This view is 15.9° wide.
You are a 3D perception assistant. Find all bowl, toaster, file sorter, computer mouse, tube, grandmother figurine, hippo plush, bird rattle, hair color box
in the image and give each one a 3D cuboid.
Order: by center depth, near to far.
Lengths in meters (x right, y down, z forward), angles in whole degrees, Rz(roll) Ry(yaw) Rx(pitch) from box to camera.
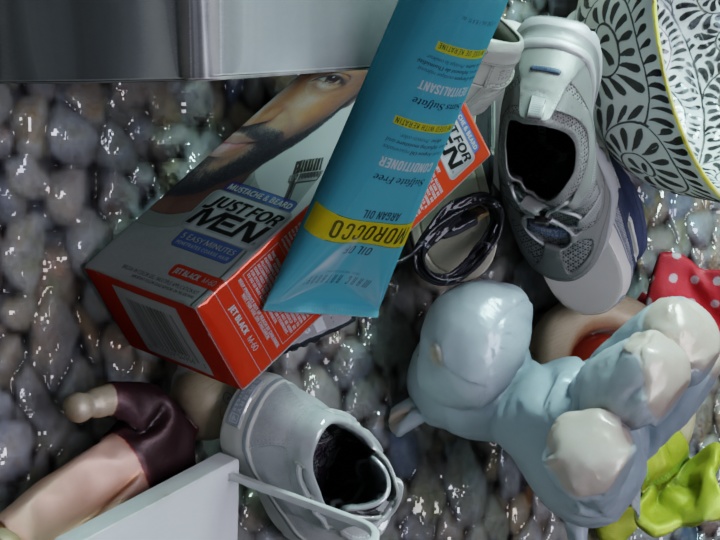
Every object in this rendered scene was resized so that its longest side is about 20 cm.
[{"bbox_3d":[0.015,-0.064,1.320,0.077,0.050,0.201,7,116,-35],"label":"tube"},{"bbox_3d":[-0.088,-0.159,1.328,0.199,0.180,0.119,-9,98,-47],"label":"toaster"},{"bbox_3d":[-0.070,0.223,1.345,0.139,0.124,0.201,-25,123,-51],"label":"file sorter"},{"bbox_3d":[-0.123,0.110,1.380,0.200,0.060,0.122,-44,142,-35],"label":"grandmother figurine"},{"bbox_3d":[-0.039,-0.033,1.401,0.200,0.111,0.064,-43,124,-24],"label":"hair color box"},{"bbox_3d":[0.000,0.000,1.502,0.199,0.034,0.059,-20,93,-28],"label":"computer mouse"},{"bbox_3d":[0.115,0.064,1.557,0.159,0.160,0.200,-50,163,-21],"label":"hippo plush"},{"bbox_3d":[0.183,-0.128,1.599,0.200,0.094,0.202,25,60,-55],"label":"bowl"},{"bbox_3d":[0.181,0.075,1.682,0.162,0.112,0.201,21,71,-28],"label":"bird rattle"}]

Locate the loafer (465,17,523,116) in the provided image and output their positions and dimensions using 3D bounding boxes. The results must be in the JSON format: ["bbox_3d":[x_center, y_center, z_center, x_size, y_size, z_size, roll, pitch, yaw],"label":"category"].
[{"bbox_3d":[0.006,-0.168,1.453,0.200,0.070,0.070,36,42,-2],"label":"loafer"}]

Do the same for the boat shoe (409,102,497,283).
[{"bbox_3d":[0.048,-0.092,1.579,0.063,0.072,0.201,77,7,-88],"label":"boat shoe"}]

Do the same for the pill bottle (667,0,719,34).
[{"bbox_3d":[0.197,-0.243,1.684,0.111,0.110,0.201,-51,125,-34],"label":"pill bottle"}]

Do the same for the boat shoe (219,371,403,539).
[{"bbox_3d":[-0.012,0.115,1.454,0.072,0.068,0.200,-57,151,-18],"label":"boat shoe"}]

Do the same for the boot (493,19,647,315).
[{"bbox_3d":[0.125,-0.076,1.651,0.201,0.072,0.090,69,25,-17],"label":"boot"}]

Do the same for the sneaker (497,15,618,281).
[{"bbox_3d":[0.106,-0.056,1.532,0.201,0.074,0.082,77,27,-48],"label":"sneaker"}]
